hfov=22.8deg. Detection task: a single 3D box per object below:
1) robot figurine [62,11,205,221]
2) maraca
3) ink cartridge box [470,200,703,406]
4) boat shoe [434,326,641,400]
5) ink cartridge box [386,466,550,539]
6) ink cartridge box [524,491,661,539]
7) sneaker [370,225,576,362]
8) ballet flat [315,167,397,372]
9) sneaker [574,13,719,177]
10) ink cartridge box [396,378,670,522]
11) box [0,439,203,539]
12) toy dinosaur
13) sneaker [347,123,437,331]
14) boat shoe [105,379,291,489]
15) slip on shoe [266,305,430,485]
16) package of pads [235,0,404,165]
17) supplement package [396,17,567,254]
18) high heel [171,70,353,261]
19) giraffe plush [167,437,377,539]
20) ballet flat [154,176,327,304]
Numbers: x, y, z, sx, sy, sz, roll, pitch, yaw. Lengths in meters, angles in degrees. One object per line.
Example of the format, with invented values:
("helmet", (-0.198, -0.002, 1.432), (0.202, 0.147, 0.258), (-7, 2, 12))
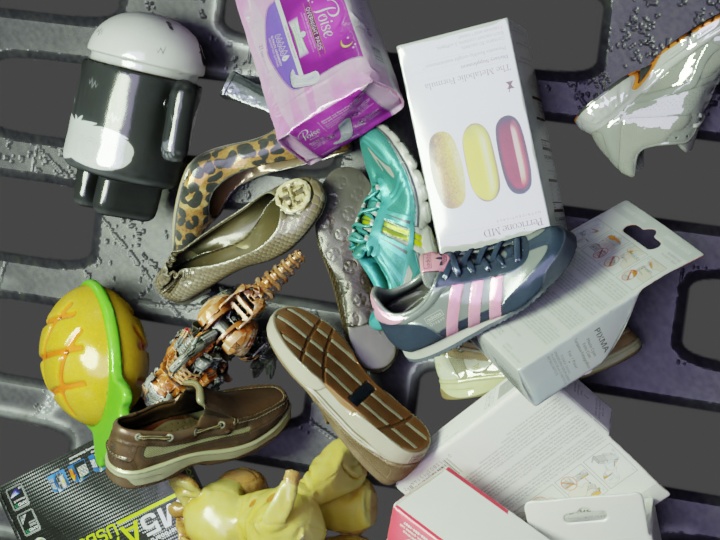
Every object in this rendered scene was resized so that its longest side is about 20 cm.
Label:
("robot figurine", (-0.222, -0.153, 1.767), (0.149, 0.125, 0.202), (14, 96, 11))
("maraca", (-0.259, 0.101, 1.772), (0.138, 0.106, 0.201), (112, 146, -44))
("ink cartridge box", (0.201, 0.025, 1.633), (0.199, 0.160, 0.048), (-31, 117, -6))
("boat shoe", (0.165, 0.075, 1.697), (0.199, 0.073, 0.064), (-12, 93, 22))
("ink cartridge box", (0.094, 0.308, 1.655), (0.144, 0.084, 0.201), (34, 134, 29))
("ink cartridge box", (0.224, 0.281, 1.655), (0.115, 0.068, 0.202), (-7, 112, 15))
("sneaker", (0.098, 0.007, 1.608), (0.199, 0.070, 0.082), (-34, 118, 20))
("ballet flat", (0.000, 0.000, 1.749), (0.067, 0.046, 0.202), (-13, 85, 4))
("sneaker", (0.302, -0.165, 1.657), (0.199, 0.076, 0.092), (-35, 90, 21))
("ink cartridge box", (0.162, 0.194, 1.688), (0.176, 0.045, 0.200), (42, 120, -15))
("box", (-0.247, 0.269, 1.826), (0.199, 0.047, 0.195), (-26, 84, 15))
("toy dinosaur", (-0.125, 0.063, 1.740), (0.199, 0.136, 0.103), (-24, 85, 15))
("sneaker", (0.026, -0.040, 1.688), (0.079, 0.077, 0.202), (-10, 87, -15))
("boat shoe", (-0.149, 0.141, 1.700), (0.074, 0.201, 0.075), (31, 130, 40))
("slip on shoe", (-0.020, 0.119, 1.698), (0.200, 0.076, 0.061), (42, 129, 11))
("package of pads", (-0.041, -0.215, 1.705), (0.120, 0.076, 0.201), (-29, 57, 19))
("supplement package", (0.117, -0.122, 1.682), (0.113, 0.109, 0.202), (-13, 89, 15))
("high heel", (-0.100, -0.080, 1.766), (0.142, 0.071, 0.202), (24, 99, 7))
("giraffe plush", (-0.096, 0.246, 1.723), (0.161, 0.199, 0.174), (3, 95, 31))
("ballet flat", (-0.121, -0.032, 1.740), (0.199, 0.046, 0.068), (-30, 49, 18))
